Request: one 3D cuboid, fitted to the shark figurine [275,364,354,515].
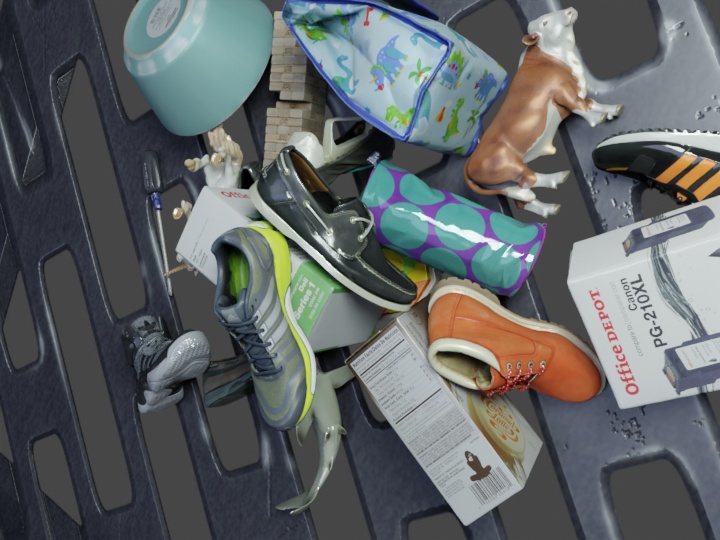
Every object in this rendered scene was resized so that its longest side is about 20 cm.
[{"bbox_3d":[-0.061,0.182,0.953,0.089,0.126,0.220,18,119,52],"label":"shark figurine"}]

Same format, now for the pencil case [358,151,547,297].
[{"bbox_3d":[0.089,-0.046,0.815,0.197,0.093,0.086,24,141,8],"label":"pencil case"}]

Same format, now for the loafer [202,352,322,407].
[{"bbox_3d":[-0.131,0.110,0.982,0.198,0.071,0.064,-30,71,29],"label":"loafer"}]

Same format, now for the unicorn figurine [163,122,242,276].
[{"bbox_3d":[-0.192,-0.072,0.992,0.073,0.137,0.202,31,86,12],"label":"unicorn figurine"}]

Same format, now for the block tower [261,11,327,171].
[{"bbox_3d":[-0.077,-0.203,0.952,0.057,0.054,0.205,9,96,29],"label":"block tower"}]

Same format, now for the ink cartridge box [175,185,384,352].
[{"bbox_3d":[-0.080,-0.005,0.861,0.199,0.144,0.085,37,109,24],"label":"ink cartridge box"}]

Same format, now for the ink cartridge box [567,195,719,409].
[{"bbox_3d":[0.300,0.024,0.694,0.197,0.085,0.147,-19,109,29],"label":"ink cartridge box"}]

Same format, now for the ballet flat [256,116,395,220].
[{"bbox_3d":[-0.042,-0.125,0.858,0.067,0.199,0.070,12,126,43],"label":"ballet flat"}]

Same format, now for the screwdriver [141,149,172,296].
[{"bbox_3d":[-0.272,-0.067,1.083,0.028,0.028,0.205,-14,85,-1],"label":"screwdriver"}]

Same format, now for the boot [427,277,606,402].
[{"bbox_3d":[0.151,0.094,0.770,0.197,0.108,0.076,25,124,-4],"label":"boot"}]

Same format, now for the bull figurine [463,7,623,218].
[{"bbox_3d":[0.185,-0.157,0.796,0.121,0.065,0.203,35,104,25],"label":"bull figurine"}]

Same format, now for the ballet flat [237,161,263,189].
[{"bbox_3d":[-0.148,-0.037,0.993,0.065,0.056,0.205,11,96,30],"label":"ballet flat"}]

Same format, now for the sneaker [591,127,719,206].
[{"bbox_3d":[0.309,-0.078,0.725,0.196,0.070,0.092,7,91,27],"label":"sneaker"}]

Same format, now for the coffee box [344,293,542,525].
[{"bbox_3d":[0.089,0.137,0.810,0.079,0.114,0.201,-40,83,24],"label":"coffee box"}]

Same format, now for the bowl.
[{"bbox_3d":[-0.213,-0.279,0.960,0.197,0.105,0.205,-16,60,30],"label":"bowl"}]

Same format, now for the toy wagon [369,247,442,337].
[{"bbox_3d":[0.000,0.000,0.920,0.196,0.039,0.159,-11,85,29],"label":"toy wagon"}]

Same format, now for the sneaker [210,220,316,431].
[{"bbox_3d":[-0.100,0.053,0.744,0.073,0.080,0.204,-19,82,29],"label":"sneaker"}]

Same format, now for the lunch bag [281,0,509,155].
[{"bbox_3d":[0.033,-0.219,0.823,0.199,0.169,0.129,35,107,26],"label":"lunch bag"}]

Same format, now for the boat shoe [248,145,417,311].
[{"bbox_3d":[-0.016,-0.036,0.767,0.199,0.072,0.068,41,110,-7],"label":"boat shoe"}]

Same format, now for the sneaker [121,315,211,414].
[{"bbox_3d":[-0.261,0.102,1.026,0.200,0.074,0.115,-48,62,47],"label":"sneaker"}]
